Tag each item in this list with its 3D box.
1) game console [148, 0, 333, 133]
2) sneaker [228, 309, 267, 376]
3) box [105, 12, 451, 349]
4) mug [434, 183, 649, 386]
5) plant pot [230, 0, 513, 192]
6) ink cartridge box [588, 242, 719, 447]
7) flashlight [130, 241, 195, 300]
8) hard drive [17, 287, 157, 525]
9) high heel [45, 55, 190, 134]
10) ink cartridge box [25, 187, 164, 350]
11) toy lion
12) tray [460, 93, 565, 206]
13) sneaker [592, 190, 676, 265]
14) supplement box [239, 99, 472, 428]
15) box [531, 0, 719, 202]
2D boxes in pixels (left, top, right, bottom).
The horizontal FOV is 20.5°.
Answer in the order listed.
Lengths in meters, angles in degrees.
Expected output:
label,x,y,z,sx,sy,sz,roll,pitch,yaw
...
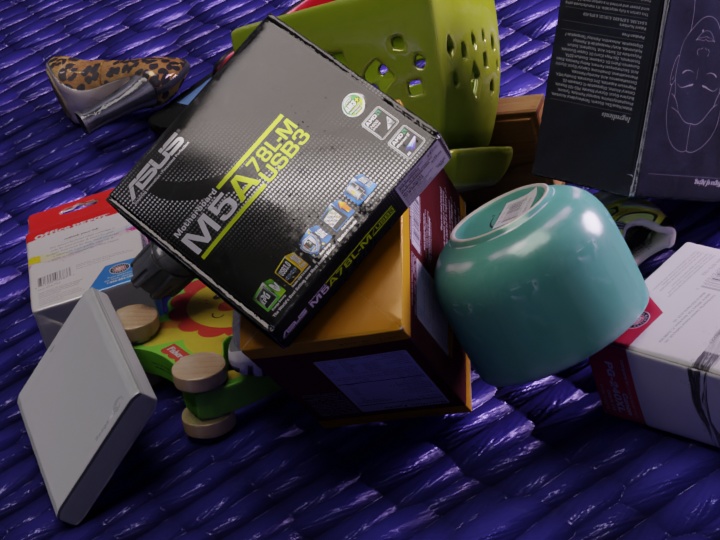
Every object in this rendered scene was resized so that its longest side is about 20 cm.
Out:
label,x,y,z,sx,sy,sz,roll,pitch,yaw
game console,-0.133,-0.239,2.212,0.172,0.119,0.200,15,43,42
sneaker,-0.078,-0.002,1.718,0.075,0.116,0.200,0,27,-4
box,-0.064,-0.072,1.523,0.193,0.048,0.200,39,84,26
mug,0.128,0.001,1.567,0.152,0.115,0.185,-35,16,-18
plant pot,0.022,-0.148,1.791,0.198,0.182,0.200,-13,0,21
ink cartridge box,0.298,0.064,1.533,0.200,0.084,0.145,16,44,44
flashlight,-0.130,-0.046,1.746,0.200,0.068,0.068,-41,30,32
hard drive,-0.240,0.114,1.720,0.132,0.026,0.200,-56,29,12
high heel,-0.284,-0.228,2.310,0.142,0.072,0.200,-29,34,-11
ink cartridge box,-0.261,0.000,1.942,0.116,0.067,0.200,-18,31,-1
toy lion,-0.115,0.057,1.792,0.191,0.069,0.200,-24,30,-25
tray,0.088,-0.109,1.907,0.199,0.099,0.037,-4,33,22
sneaker,0.188,-0.011,1.722,0.200,0.076,0.076,-34,32,-23
supplement box,0.000,0.000,1.610,0.132,0.200,0.198,-8,65,16
box,0.271,-0.165,1.737,0.200,0.197,0.124,1,10,-44
